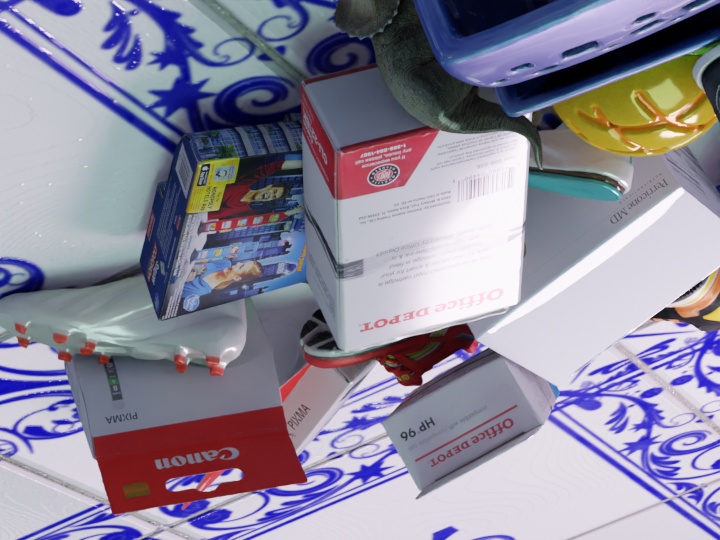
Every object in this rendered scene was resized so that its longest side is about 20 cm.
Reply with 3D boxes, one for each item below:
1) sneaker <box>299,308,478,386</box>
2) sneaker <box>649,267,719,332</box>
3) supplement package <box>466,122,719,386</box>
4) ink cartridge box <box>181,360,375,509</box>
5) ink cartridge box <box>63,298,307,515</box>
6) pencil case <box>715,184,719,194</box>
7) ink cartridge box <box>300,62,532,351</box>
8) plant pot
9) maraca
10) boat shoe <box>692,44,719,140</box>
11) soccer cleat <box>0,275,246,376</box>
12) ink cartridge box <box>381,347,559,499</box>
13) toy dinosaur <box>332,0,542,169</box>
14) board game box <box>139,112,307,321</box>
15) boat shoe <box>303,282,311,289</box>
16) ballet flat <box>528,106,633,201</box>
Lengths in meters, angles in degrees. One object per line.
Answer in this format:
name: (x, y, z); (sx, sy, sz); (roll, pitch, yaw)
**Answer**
sneaker: (0.034, 0.061, 1.941); (0.200, 0.077, 0.085); (-14, 123, -38)
sneaker: (0.273, 0.023, 1.973); (0.090, 0.070, 0.200); (31, 171, -16)
supplement package: (0.177, -0.024, 1.841); (0.200, 0.111, 0.156); (-38, 149, 14)
ink cartridge box: (-0.058, 0.127, 2.026); (0.176, 0.045, 0.200); (-44, 174, -38)
ink cartridge box: (-0.142, 0.103, 1.864); (0.161, 0.200, 0.050); (-9, 125, -13)
pencil case: (0.338, -0.080, 1.899); (0.087, 0.078, 0.200); (-49, 170, -30)
ink cartridge box: (0.038, -0.051, 1.659); (0.144, 0.084, 0.200); (-14, 136, -14)
plant pot: (0.129, -0.215, 1.392); (0.200, 0.200, 0.180); (-21, 161, 11)
maraca: (0.196, -0.137, 1.573); (0.137, 0.107, 0.200); (-4, 170, -12)
boat shoe: (0.261, -0.103, 1.489); (0.076, 0.060, 0.200); (-23, 164, 15)
soccer cleat: (-0.189, 0.034, 1.855); (0.200, 0.078, 0.069); (7, 161, -1)
ink cartridge box: (0.089, 0.114, 1.888); (0.116, 0.068, 0.200); (-30, -179, 11)
toy dinosaur: (0.048, -0.143, 1.558); (0.102, 0.200, 0.077); (-32, -174, -18)
board game box: (-0.050, -0.053, 1.750); (0.200, 0.062, 0.200); (-8, 148, -21)
boat shoe: (0.000, 0.000, 1.875); (0.200, 0.065, 0.072); (-1, 165, -29)
ballet flat: (0.116, -0.092, 1.748); (0.200, 0.070, 0.069); (6, 167, 32)
